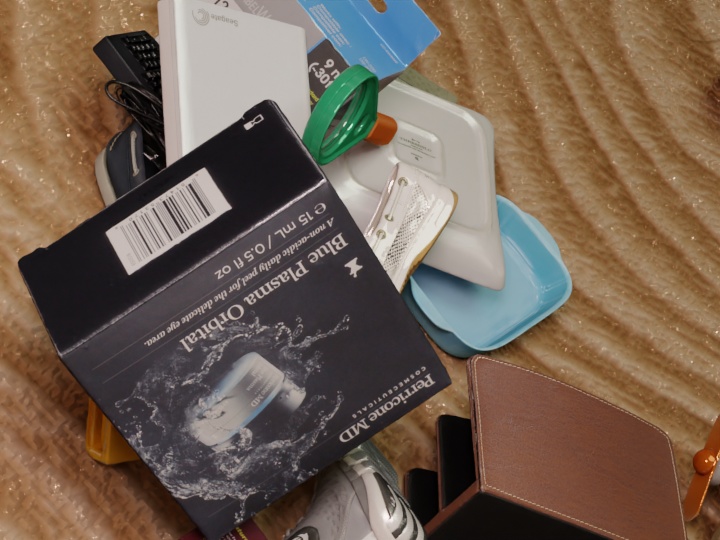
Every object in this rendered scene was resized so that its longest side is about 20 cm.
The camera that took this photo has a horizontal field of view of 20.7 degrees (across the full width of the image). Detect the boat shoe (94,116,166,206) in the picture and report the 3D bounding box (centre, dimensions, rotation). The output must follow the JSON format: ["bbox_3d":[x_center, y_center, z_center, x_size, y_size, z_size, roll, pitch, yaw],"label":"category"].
[{"bbox_3d":[-0.135,-0.026,1.482,0.075,0.062,0.200,-1,59,-42],"label":"boat shoe"}]

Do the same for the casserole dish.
[{"bbox_3d":[0.099,0.008,1.668,0.121,0.039,0.200,52,42,7],"label":"casserole dish"}]

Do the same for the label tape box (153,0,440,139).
[{"bbox_3d":[-0.059,-0.177,1.564,0.143,0.200,0.066,51,13,8],"label":"label tape box"}]

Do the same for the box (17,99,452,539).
[{"bbox_3d":[-0.078,0.034,1.270,0.200,0.197,0.117,57,-2,-39],"label":"box"}]

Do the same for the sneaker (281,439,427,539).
[{"bbox_3d":[-0.029,0.173,1.400,0.075,0.115,0.200,50,2,-18],"label":"sneaker"}]

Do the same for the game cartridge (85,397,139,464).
[{"bbox_3d":[-0.099,0.040,1.397,0.200,0.176,0.032,-5,19,-43],"label":"game cartridge"}]

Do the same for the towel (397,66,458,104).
[{"bbox_3d":[-0.011,-0.135,1.706,0.200,0.035,0.193,30,40,-14],"label":"towel"}]

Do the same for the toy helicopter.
[{"bbox_3d":[0.318,0.207,1.662,0.132,0.079,0.200,48,53,-7],"label":"toy helicopter"}]

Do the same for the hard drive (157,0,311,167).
[{"bbox_3d":[-0.088,-0.095,1.457,0.132,0.027,0.200,9,71,-43],"label":"hard drive"}]

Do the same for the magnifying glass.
[{"bbox_3d":[-0.003,-0.116,1.520,0.022,0.080,0.200,33,7,13],"label":"magnifying glass"}]

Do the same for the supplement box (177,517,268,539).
[{"bbox_3d":[-0.123,0.243,1.273,0.200,0.061,0.109,-28,78,-47],"label":"supplement box"}]

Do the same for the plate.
[{"bbox_3d":[0.040,-0.094,1.656,0.199,0.032,0.200,21,45,-24],"label":"plate"}]

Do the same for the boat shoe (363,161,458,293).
[{"bbox_3d":[0.000,0.000,1.541,0.069,0.071,0.200,36,63,-8],"label":"boat shoe"}]

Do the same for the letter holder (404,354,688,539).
[{"bbox_3d":[0.142,0.167,1.527,0.200,0.101,0.142,23,43,-24],"label":"letter holder"}]

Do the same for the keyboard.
[{"bbox_3d":[-0.120,-0.107,1.493,0.200,0.040,0.104,50,29,6],"label":"keyboard"}]
